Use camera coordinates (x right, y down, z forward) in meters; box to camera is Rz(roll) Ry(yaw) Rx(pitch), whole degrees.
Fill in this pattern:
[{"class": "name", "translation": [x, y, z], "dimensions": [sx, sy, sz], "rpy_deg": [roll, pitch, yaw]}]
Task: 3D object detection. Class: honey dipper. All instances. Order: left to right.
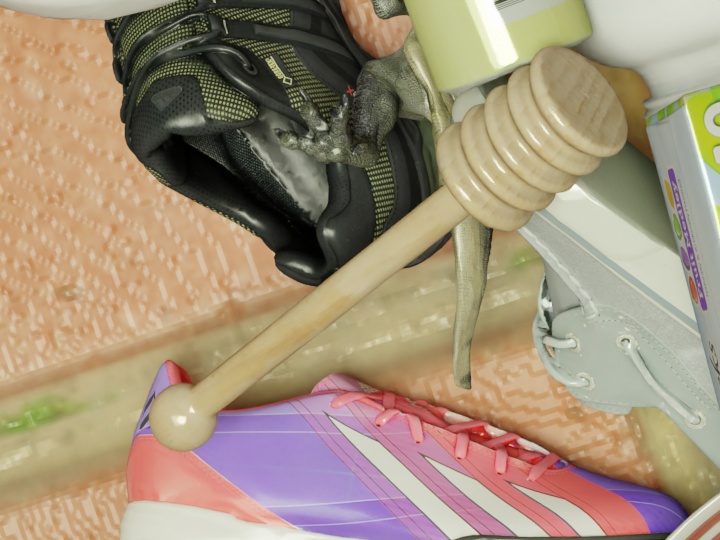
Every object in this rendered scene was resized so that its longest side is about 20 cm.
[{"class": "honey dipper", "translation": [0.000, 0.000, 0.866], "dimensions": [0.200, 0.038, 0.038], "rpy_deg": [-37, 87, 35]}]

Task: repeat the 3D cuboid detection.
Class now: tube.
[{"class": "tube", "translation": [0.013, -0.154, 0.839], "dimensions": [0.052, 0.058, 0.201], "rpy_deg": [-21, 96, 0]}]

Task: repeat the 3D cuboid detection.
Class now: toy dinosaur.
[{"class": "toy dinosaur", "translation": [0.019, -0.066, 0.902], "dimensions": [0.047, 0.088, 0.201], "rpy_deg": [-4, 80, 39]}]

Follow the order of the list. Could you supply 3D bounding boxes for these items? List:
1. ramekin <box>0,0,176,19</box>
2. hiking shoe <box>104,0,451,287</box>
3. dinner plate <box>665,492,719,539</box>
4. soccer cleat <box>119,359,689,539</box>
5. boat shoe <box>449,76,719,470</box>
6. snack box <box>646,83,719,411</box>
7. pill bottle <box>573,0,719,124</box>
[{"class": "ramekin", "translation": [-0.092, -0.190, 0.894], "dimensions": [0.202, 0.094, 0.203], "rpy_deg": [-7, 71, 20]}, {"class": "hiking shoe", "translation": [-0.048, -0.077, 0.929], "dimensions": [0.200, 0.101, 0.076], "rpy_deg": [48, 118, 4]}, {"class": "dinner plate", "translation": [0.169, 0.141, 0.921], "dimensions": [0.199, 0.024, 0.201], "rpy_deg": [-2, 108, -6]}, {"class": "soccer cleat", "translation": [0.017, 0.070, 0.961], "dimensions": [0.199, 0.068, 0.073], "rpy_deg": [2, 78, 12]}, {"class": "boat shoe", "translation": [0.094, 0.020, 0.901], "dimensions": [0.201, 0.070, 0.072], "rpy_deg": [39, 110, -17]}, {"class": "snack box", "translation": [0.176, 0.032, 0.808], "dimensions": [0.142, 0.053, 0.201], "rpy_deg": [-15, 89, -7]}, {"class": "pill bottle", "translation": [0.100, -0.141, 0.876], "dimensions": [0.112, 0.112, 0.201], "rpy_deg": [-17, 95, 18]}]
